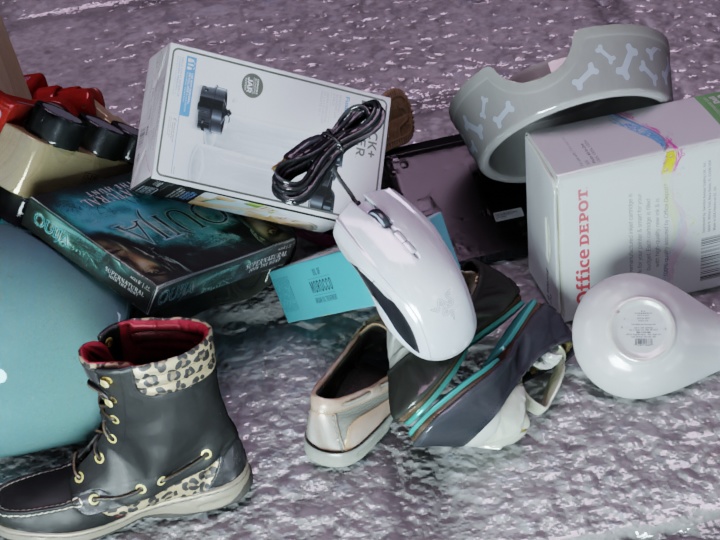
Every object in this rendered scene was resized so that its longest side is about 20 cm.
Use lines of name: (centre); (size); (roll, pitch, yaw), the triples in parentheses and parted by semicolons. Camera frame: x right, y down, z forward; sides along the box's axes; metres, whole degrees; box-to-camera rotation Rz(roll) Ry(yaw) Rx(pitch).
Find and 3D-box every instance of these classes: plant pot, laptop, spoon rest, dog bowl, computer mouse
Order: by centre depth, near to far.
computer mouse: (0.023, -0.026, 1.336); (0.109, 0.044, 0.201); (-32, 81, -25)
plant pot: (-0.275, 0.057, 1.397); (0.186, 0.202, 0.201); (7, 34, -6)
spoon rest: (0.266, 0.054, 1.410); (0.198, 0.061, 0.101); (3, 79, 7)
dog bowl: (0.178, -0.138, 1.540); (0.198, 0.200, 0.059); (-13, 73, -9)
laptop: (0.111, -0.073, 1.668); (0.175, 0.104, 0.202); (-13, 61, -9)

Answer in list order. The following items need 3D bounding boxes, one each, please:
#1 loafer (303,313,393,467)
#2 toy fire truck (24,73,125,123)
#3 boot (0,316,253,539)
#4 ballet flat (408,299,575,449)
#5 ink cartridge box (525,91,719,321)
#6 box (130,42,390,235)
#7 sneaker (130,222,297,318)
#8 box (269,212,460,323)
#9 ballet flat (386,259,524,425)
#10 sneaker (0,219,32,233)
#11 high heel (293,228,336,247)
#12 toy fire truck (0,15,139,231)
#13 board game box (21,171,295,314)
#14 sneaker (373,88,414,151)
loafer: (0.016, 0.074, 1.425); (0.071, 0.063, 0.200); (12, 39, 24)
toy fire truck: (-0.289, -0.119, 1.699); (0.198, 0.130, 0.176); (-7, 24, 14)
boot: (-0.185, 0.118, 1.317); (0.198, 0.152, 0.073); (-8, 34, -3)
ballet flat: (0.112, 0.092, 1.384); (0.072, 0.074, 0.200); (15, 35, 28)
ink cartridge box: (0.243, -0.056, 1.502); (0.198, 0.147, 0.088); (-14, 35, -10)
box: (-0.079, -0.105, 1.467); (0.198, 0.118, 0.060); (13, -13, -23)
sneaker: (-0.157, -0.011, 1.564); (0.198, 0.077, 0.114); (-27, 46, -19)
box: (0.000, 0.000, 1.457); (0.082, 0.050, 0.200); (-22, 3, -22)
ballet flat: (0.059, 0.049, 1.401); (0.068, 0.068, 0.200); (47, 37, 1)
sneaker: (-0.308, -0.015, 1.552); (0.084, 0.121, 0.200); (44, 44, -4)
high heel: (-0.062, -0.071, 1.671); (0.095, 0.068, 0.200); (21, 3, -30)
toy fire truck: (-0.287, -0.129, 1.500); (0.199, 0.130, 0.176); (29, 9, 23)
board game box: (-0.157, -0.031, 1.440); (0.135, 0.028, 0.200); (33, 26, 19)
sneaker: (-0.034, -0.125, 1.639); (0.107, 0.071, 0.200); (-9, 4, 25)
